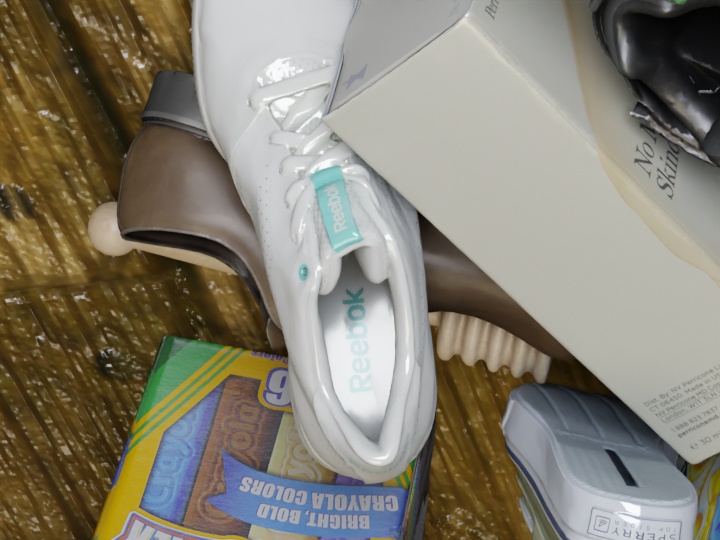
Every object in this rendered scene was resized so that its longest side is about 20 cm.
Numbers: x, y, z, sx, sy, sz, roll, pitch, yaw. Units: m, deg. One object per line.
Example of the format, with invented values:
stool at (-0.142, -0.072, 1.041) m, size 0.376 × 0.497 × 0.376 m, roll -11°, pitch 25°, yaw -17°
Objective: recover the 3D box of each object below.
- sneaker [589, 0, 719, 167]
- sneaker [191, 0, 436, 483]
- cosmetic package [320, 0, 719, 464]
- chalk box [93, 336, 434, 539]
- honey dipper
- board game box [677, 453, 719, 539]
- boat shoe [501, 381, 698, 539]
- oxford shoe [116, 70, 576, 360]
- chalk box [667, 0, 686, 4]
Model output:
sneaker at (0.163, -0.063, 0.736) m, size 0.199 × 0.112 × 0.077 m, roll 29°, pitch 133°, yaw -12°
sneaker at (-0.010, -0.025, 0.771) m, size 0.075 × 0.088 × 0.201 m, roll -15°, pitch 89°, yaw -2°
cosmetic package at (0.086, -0.036, 0.789) m, size 0.073 × 0.104 × 0.200 m, roll -31°, pitch 119°, yaw 33°
chalk box at (-0.048, 0.148, 0.918) m, size 0.123 × 0.201 × 0.125 m, roll 11°, pitch 134°, yaw 6°
honey dipper at (-0.017, 0.006, 0.906) m, size 0.199 × 0.038 × 0.038 m, roll 13°, pitch 134°, yaw 7°
board game box at (0.187, 0.102, 0.886) m, size 0.103 × 0.105 × 0.200 m, roll 23°, pitch 133°, yaw -5°
boat shoe at (0.086, 0.089, 0.845) m, size 0.072 × 0.200 × 0.062 m, roll 12°, pitch 100°, yaw 1°
oxford shoe at (0.000, 0.000, 0.849) m, size 0.199 × 0.085 × 0.073 m, roll 21°, pitch 170°, yaw 0°
chalk box at (0.089, -0.174, 0.647) m, size 0.124 × 0.125 × 0.200 m, roll 33°, pitch 133°, yaw -15°
